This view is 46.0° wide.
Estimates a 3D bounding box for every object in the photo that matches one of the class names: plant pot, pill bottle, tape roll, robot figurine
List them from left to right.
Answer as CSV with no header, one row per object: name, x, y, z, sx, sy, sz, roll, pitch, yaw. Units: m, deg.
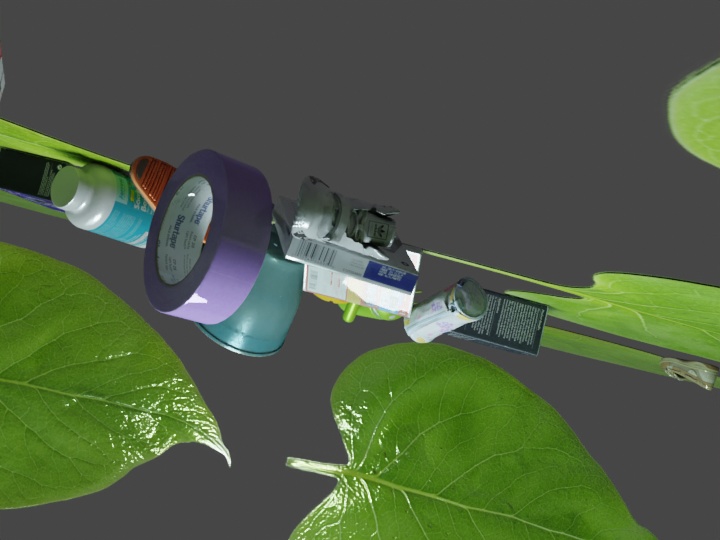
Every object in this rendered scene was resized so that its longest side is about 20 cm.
pill bottle,-0.421,-0.113,1.436,0.109,0.113,0.199,11,174,33
tape roll,-0.188,-0.041,1.028,0.065,0.203,0.199,19,173,-37
plant pot,-0.187,0.016,1.530,0.198,0.189,0.201,25,-155,-12
robot figurine,0.026,0.038,1.751,0.198,0.118,0.174,8,-161,40

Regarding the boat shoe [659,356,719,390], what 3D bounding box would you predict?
boat shoe,0.835,0.263,2.175,0.072,0.064,0.200,16,175,-19

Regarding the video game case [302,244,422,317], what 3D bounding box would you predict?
video game case,0.000,0.000,1.445,0.197,0.145,0.018,14,-140,8

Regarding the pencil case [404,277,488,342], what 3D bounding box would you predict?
pencil case,0.165,0.083,1.676,0.083,0.091,0.200,50,147,-4

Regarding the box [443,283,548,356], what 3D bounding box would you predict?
box,0.279,0.105,1.811,0.197,0.109,0.148,16,175,-2

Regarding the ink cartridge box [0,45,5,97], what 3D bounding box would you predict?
ink cartridge box,-0.404,-0.146,0.817,0.083,0.147,0.199,16,175,-22

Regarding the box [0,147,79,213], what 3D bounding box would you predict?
box,-0.573,-0.157,1.602,0.139,0.080,0.200,16,175,12

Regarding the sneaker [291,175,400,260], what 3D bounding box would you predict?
sneaker,-0.014,-0.062,1.036,0.113,0.076,0.200,13,180,7

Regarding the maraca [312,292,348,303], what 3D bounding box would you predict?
maraca,-0.013,0.004,1.550,0.197,0.108,0.137,-2,-150,26

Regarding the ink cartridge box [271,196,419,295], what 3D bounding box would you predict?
ink cartridge box,-0.028,-0.049,1.231,0.197,0.041,0.200,17,-160,-21

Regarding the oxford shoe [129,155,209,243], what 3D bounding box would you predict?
oxford shoe,-0.285,-0.100,1.250,0.072,0.072,0.200,9,155,31
